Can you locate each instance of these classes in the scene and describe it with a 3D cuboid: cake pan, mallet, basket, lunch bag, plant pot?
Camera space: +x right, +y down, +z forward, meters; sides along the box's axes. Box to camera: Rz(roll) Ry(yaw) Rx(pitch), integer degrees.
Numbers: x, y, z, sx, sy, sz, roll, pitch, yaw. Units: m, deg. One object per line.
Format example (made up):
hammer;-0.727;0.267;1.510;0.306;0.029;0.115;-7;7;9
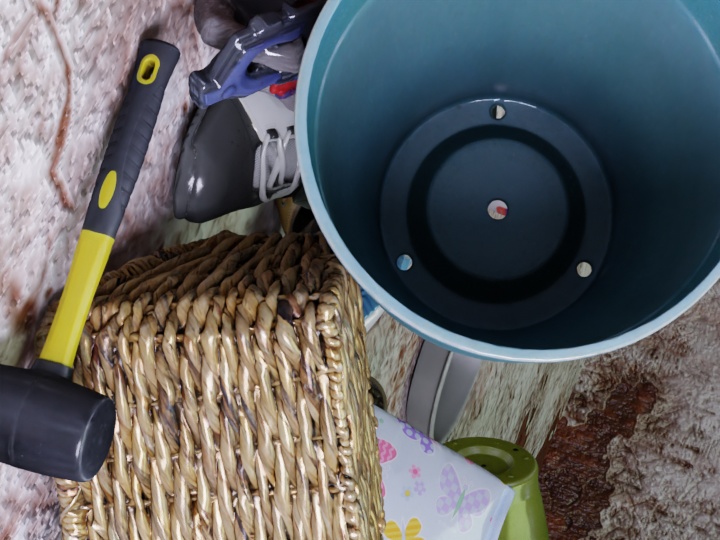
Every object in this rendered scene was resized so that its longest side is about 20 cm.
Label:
cake pan;0.098;0.088;1.603;0.200;0.036;0.202;20;90;-76
mallet;-0.127;-0.010;0.667;0.041;0.065;0.202;69;29;-71
basket;-0.067;0.085;0.766;0.143;0.147;0.202;-79;162;-71
lunch bag;-0.015;0.204;1.050;0.127;0.169;0.202;-22;-138;61
plant pot;0.142;0.310;1.808;0.200;0.198;0.195;-41;136;-62
plant pot;0.070;-0.046;0.718;0.188;0.198;0.202;94;18;-80

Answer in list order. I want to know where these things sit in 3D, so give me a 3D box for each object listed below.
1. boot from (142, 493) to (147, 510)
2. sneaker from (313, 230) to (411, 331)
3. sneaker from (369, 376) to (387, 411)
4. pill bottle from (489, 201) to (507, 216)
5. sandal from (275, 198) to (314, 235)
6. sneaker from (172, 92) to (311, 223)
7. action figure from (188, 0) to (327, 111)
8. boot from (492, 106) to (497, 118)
boot;-0.062;0.120;0.885;0.202;0.073;0.155;-4;113;-43
sneaker;0.000;0.000;1.054;0.200;0.076;0.081;-55;161;-39
sneaker;-0.039;0.172;1.153;0.201;0.070;0.076;-58;-178;-12
pill bottle;0.237;-0.083;1.562;0.111;0.198;0.112;21;90;-76
sandal;-0.024;-0.057;0.948;0.080;0.053;0.202;53;43;-81
sneaker;-0.029;-0.075;0.825;0.200;0.088;0.075;-47;155;-54
action figure;-0.016;-0.167;0.727;0.199;0.105;0.195;-23;142;-37
boot;0.050;-0.189;0.846;0.169;0.076;0.201;-74;154;-43
